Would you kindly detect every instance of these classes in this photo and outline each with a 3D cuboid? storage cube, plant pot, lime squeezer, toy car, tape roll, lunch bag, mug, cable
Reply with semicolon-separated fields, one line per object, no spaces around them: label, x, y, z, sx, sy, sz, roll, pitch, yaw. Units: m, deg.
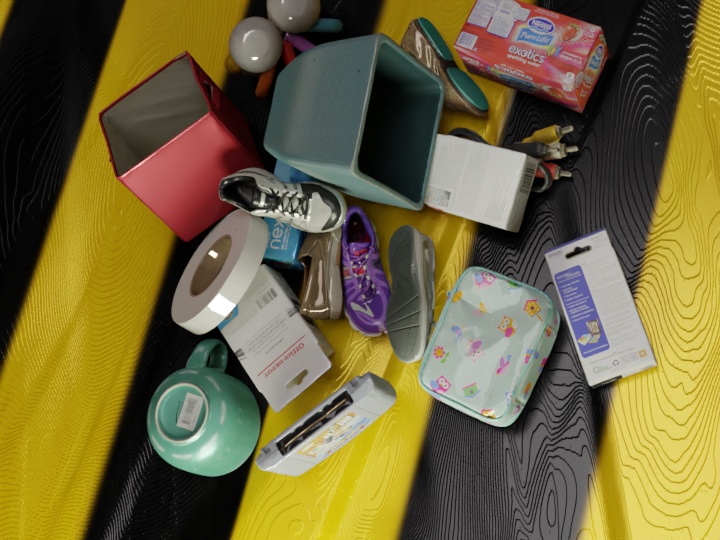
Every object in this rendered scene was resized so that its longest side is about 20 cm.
storage cube;-0.270;-0.188;1.756;0.199;0.180;0.172;-34;47;8
plant pot;-0.022;-0.210;1.632;0.198;0.195;0.198;7;81;34
lime squeezer;0.035;-0.228;1.737;0.070;0.038;0.202;-1;77;3
toy car;-0.112;-0.358;1.800;0.150;0.175;0.200;44;92;-9
tape roll;-0.211;0.000;1.713;0.203;0.037;0.204;-42;28;28
lunch bag;0.175;0.100;1.578;0.159;0.077;0.201;22;82;26
mug;-0.243;0.205;1.682;0.151;0.114;0.186;-33;66;8
cable;0.219;-0.164;1.676;0.198;0.050;0.098;4;92;34

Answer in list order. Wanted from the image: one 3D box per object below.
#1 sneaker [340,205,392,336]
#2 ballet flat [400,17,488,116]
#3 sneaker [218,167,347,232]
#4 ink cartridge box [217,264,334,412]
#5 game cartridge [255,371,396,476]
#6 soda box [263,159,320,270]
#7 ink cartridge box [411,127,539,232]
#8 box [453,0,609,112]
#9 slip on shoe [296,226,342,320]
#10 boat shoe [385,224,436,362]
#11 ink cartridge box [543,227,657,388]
sneaker;0.000;0.000;1.665;0.080;0.084;0.202;-16;69;1
ballet flat;0.124;-0.294;1.735;0.065;0.070;0.201;-45;61;31
sneaker;-0.117;-0.096;1.648;0.198;0.087;0.076;14;105;27
ink cartridge box;-0.123;0.106;1.694;0.116;0.067;0.201;-39;65;7
game cartridge;-0.043;0.218;1.592;0.199;0.133;0.042;-38;64;7
soda box;-0.099;-0.106;1.752;0.067;0.064;0.202;6;77;22
ink cartridge box;0.150;-0.134;1.659;0.199;0.050;0.110;19;95;33
box;0.250;-0.321;1.669;0.199;0.095;0.100;24;84;25
slip on shoe;-0.063;-0.025;1.691;0.060;0.076;0.202;1;74;-12
boat shoe;0.080;0.035;1.632;0.074;0.064;0.204;-27;55;41
ink cartridge box;0.326;0.051;1.560;0.094;0.037;0.202;-22;70;14
